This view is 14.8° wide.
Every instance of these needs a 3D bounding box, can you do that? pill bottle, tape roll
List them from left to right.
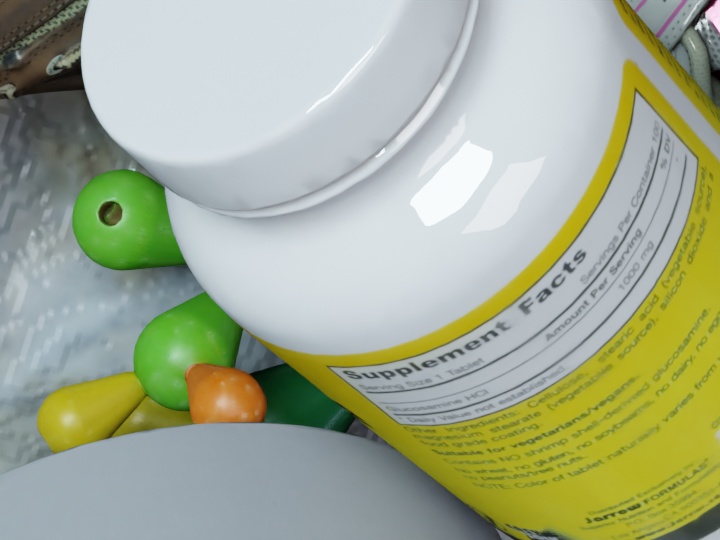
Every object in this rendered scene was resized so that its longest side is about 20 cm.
[{"bbox_3d":[-0.047,0.130,0.716,0.200,0.066,0.201,-10,136,-10],"label":"tape roll"},{"bbox_3d":[0.027,-0.015,0.638,0.113,0.112,0.200,-53,137,-4],"label":"pill bottle"}]

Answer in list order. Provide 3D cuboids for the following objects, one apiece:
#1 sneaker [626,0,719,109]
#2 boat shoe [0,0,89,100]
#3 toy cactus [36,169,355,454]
[{"bbox_3d":[0.082,-0.093,0.761,0.200,0.088,0.081,36,86,-25],"label":"sneaker"},{"bbox_3d":[-0.067,-0.066,0.669,0.202,0.075,0.075,-36,111,29],"label":"boat shoe"},{"bbox_3d":[0.000,0.000,0.755,0.165,0.102,0.201,18,85,-35],"label":"toy cactus"}]
